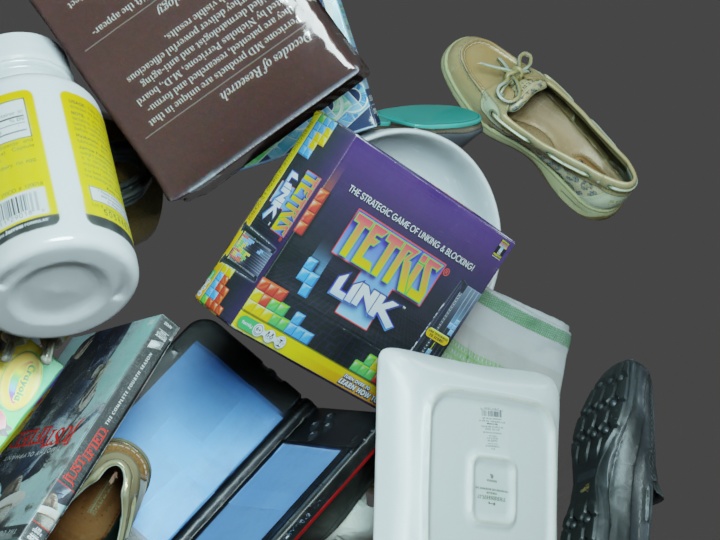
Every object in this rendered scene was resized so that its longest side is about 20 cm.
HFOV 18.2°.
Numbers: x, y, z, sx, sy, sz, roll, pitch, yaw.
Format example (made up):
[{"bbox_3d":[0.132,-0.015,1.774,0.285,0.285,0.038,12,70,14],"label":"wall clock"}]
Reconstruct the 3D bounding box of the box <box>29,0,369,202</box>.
[{"bbox_3d":[-0.117,-0.177,1.620,0.164,0.166,0.200,-36,92,4],"label":"box"}]

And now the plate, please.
[{"bbox_3d":[0.090,0.166,1.698,0.199,0.032,0.200,12,75,-43],"label":"plate"}]

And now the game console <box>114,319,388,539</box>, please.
[{"bbox_3d":[-0.108,0.140,1.674,0.200,0.172,0.119,-47,113,-24],"label":"game console"}]

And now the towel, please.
[{"bbox_3d":[0.103,0.114,1.761,0.149,0.031,0.200,24,64,-34],"label":"towel"}]

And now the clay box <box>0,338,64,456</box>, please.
[{"bbox_3d":[-0.292,0.141,1.607,0.048,0.115,0.200,37,75,-4],"label":"clay box"}]

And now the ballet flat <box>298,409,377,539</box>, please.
[{"bbox_3d":[0.002,0.165,1.726,0.200,0.068,0.068,-43,94,-24],"label":"ballet flat"}]

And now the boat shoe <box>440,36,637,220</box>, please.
[{"bbox_3d":[0.154,-0.130,1.894,0.200,0.063,0.073,42,63,3],"label":"boat shoe"}]

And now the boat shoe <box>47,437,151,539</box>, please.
[{"bbox_3d":[-0.214,0.212,1.602,0.075,0.068,0.200,24,91,-1],"label":"boat shoe"}]

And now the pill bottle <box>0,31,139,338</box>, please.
[{"bbox_3d":[-0.221,-0.063,1.529,0.111,0.111,0.200,-4,54,-18],"label":"pill bottle"}]

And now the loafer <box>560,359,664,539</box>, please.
[{"bbox_3d":[0.206,0.168,1.789,0.070,0.068,0.201,27,59,-26],"label":"loafer"}]

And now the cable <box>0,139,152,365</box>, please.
[{"bbox_3d":[-0.222,-0.022,1.603,0.097,0.050,0.200,23,49,6],"label":"cable"}]

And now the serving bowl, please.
[{"bbox_3d":[0.012,-0.016,1.774,0.200,0.066,0.201,-7,103,-32],"label":"serving bowl"}]

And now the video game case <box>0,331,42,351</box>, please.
[{"bbox_3d":[-0.283,0.052,1.645,0.200,0.143,0.017,-29,77,-25],"label":"video game case"}]

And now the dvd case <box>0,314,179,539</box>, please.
[{"bbox_3d":[-0.221,0.122,1.636,0.022,0.146,0.200,41,62,-22],"label":"dvd case"}]

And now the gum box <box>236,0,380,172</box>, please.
[{"bbox_3d":[-0.095,-0.180,1.725,0.170,0.045,0.200,-17,95,6],"label":"gum box"}]

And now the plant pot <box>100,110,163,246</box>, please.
[{"bbox_3d":[-0.258,-0.062,1.695,0.200,0.186,0.187,-7,70,-31],"label":"plant pot"}]

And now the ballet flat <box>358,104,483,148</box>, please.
[{"bbox_3d":[0.019,-0.101,1.835,0.200,0.073,0.073,-4,67,-46],"label":"ballet flat"}]

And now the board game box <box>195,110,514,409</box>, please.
[{"bbox_3d":[0.000,0.000,1.664,0.200,0.057,0.165,31,94,-43],"label":"board game box"}]
